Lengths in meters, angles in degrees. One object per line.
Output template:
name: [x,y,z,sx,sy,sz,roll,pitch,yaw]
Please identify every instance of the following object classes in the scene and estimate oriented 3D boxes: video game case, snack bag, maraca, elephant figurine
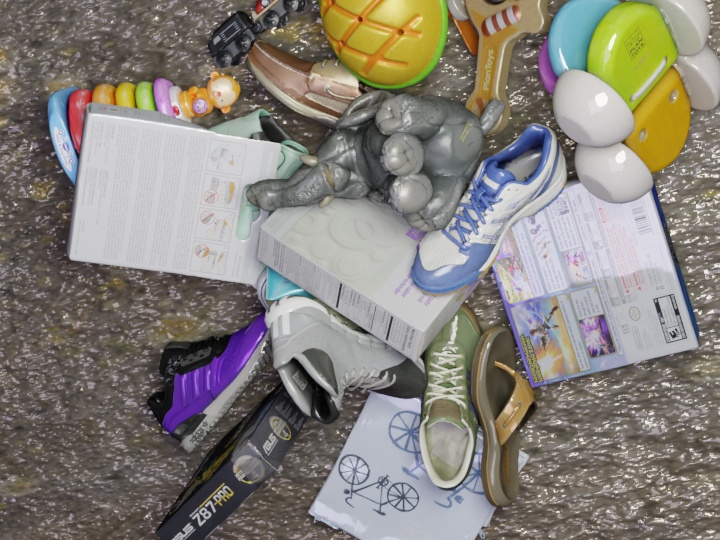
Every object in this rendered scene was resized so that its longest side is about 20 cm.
video game case: [0.232,0.003,1.558,0.180,0.045,0.202,-15,103,19]
snack bag: [0.062,0.239,1.696,0.187,0.021,0.201,28,110,3]
maraca: [0.016,-0.275,1.473,0.136,0.107,0.202,-8,106,27]
elephant figurine: [0.011,-0.113,1.479,0.199,0.154,0.143,3,79,50]

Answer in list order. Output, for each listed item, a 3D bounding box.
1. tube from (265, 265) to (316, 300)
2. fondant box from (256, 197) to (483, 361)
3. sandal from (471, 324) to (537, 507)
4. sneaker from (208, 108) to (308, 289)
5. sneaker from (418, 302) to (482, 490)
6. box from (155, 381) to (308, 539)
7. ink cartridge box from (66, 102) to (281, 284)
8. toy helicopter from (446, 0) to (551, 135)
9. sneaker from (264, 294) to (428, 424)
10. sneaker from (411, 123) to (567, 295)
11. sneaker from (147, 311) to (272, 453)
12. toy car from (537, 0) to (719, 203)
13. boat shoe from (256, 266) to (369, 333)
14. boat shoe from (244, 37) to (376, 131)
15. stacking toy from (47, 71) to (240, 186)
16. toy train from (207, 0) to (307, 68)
tube: [0.000,0.000,1.583,0.198,0.078,0.051,3,148,-7]
fondant box: [0.016,-0.021,1.534,0.199,0.144,0.058,33,145,14]
sandal: [0.158,0.154,1.602,0.054,0.080,0.202,2,103,32]
sneaker: [-0.094,-0.070,1.604,0.118,0.074,0.202,-25,98,28]
sneaker: [0.096,0.136,1.603,0.066,0.090,0.202,2,100,8]
box: [-0.127,0.204,1.641,0.049,0.200,0.161,45,114,-5]
ink cartridge box: [-0.195,-0.078,1.573,0.198,0.057,0.164,6,112,-15]
toy helicopter: [0.125,-0.234,1.487,0.131,0.079,0.202,13,101,35]
sneaker: [-0.014,0.114,1.520,0.199,0.116,0.075,27,130,-28]
sneaker: [0.117,-0.065,1.471,0.075,0.088,0.200,36,73,27]
sneaker: [-0.172,0.106,1.692,0.099,0.070,0.200,40,113,2]
toy car: [0.238,-0.180,1.431,0.150,0.200,0.175,32,75,36]
boat shoe: [-0.020,0.058,1.607,0.199,0.062,0.072,31,102,-18]
boat shoe: [-0.021,-0.184,1.555,0.199,0.076,0.074,32,108,-6]
stacking toy: [-0.220,-0.161,1.607,0.198,0.110,0.117,-17,101,9]
toy train: [-0.082,-0.279,1.557,0.199,0.034,0.046,-36,85,23]
